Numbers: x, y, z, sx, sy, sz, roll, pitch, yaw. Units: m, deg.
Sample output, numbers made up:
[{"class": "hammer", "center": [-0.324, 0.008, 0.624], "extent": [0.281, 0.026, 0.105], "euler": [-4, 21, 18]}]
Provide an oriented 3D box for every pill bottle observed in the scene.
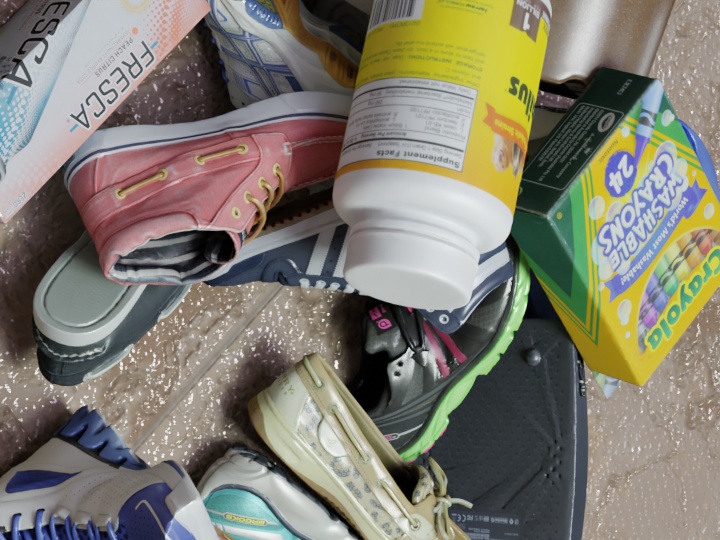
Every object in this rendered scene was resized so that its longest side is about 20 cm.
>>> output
[{"class": "pill bottle", "center": [0.046, -0.082, 1.504], "extent": [0.109, 0.109, 0.200], "euler": [26, 69, -38]}]

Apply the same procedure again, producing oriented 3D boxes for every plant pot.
[{"class": "plant pot", "center": [0.140, -0.220, 1.682], "extent": [0.200, 0.200, 0.198], "euler": [12, 93, -40]}]

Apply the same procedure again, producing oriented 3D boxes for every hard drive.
[{"class": "hard drive", "center": [0.094, 0.132, 1.706], "extent": [0.042, 0.135, 0.200], "euler": [6, 85, -57]}]

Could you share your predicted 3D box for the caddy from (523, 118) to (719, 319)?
[{"class": "caddy", "center": [0.173, -0.026, 1.771], "extent": [0.200, 0.105, 0.141], "euler": [-40, 116, -30]}]

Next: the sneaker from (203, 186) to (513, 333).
[{"class": "sneaker", "center": [0.000, 0.000, 1.594], "extent": [0.200, 0.070, 0.109], "euler": [-20, 101, 3]}]

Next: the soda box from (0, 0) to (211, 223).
[{"class": "soda box", "center": [-0.182, -0.119, 1.495], "extent": [0.200, 0.064, 0.068], "euler": [-50, 122, -26]}]

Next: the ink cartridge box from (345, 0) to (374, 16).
[{"class": "ink cartridge box", "center": [-0.025, -0.260, 1.562], "extent": [0.200, 0.086, 0.148], "euler": [26, 41, -37]}]

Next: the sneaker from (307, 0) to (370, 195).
[{"class": "sneaker", "center": [0.015, -0.091, 1.661], "extent": [0.080, 0.076, 0.200], "euler": [-18, 113, -62]}]

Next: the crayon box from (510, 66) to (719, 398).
[{"class": "crayon box", "center": [0.177, -0.017, 1.640], "extent": [0.126, 0.052, 0.200], "euler": [-51, 133, -21]}]

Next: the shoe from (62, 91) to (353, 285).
[{"class": "shoe", "center": [-0.074, -0.046, 1.514], "extent": [0.200, 0.072, 0.091], "euler": [-10, 56, -20]}]

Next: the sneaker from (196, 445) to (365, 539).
[{"class": "sneaker", "center": [-0.039, 0.191, 1.650], "extent": [0.200, 0.078, 0.080], "euler": [40, 87, -29]}]

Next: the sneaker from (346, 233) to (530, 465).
[{"class": "sneaker", "center": [0.046, 0.038, 1.661], "extent": [0.084, 0.077, 0.200], "euler": [26, 101, -26]}]

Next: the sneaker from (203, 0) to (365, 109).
[{"class": "sneaker", "center": [-0.069, -0.143, 1.581], "extent": [0.200, 0.088, 0.075], "euler": [44, 34, -10]}]

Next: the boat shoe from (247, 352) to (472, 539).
[{"class": "boat shoe", "center": [0.015, 0.136, 1.637], "extent": [0.063, 0.073, 0.200], "euler": [-44, 113, 11]}]

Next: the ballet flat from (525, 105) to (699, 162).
[{"class": "ballet flat", "center": [0.144, -0.081, 1.679], "extent": [0.200, 0.072, 0.072], "euler": [2, 93, -17]}]

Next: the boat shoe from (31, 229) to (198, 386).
[{"class": "boat shoe", "center": [-0.137, -0.007, 1.545], "extent": [0.200, 0.076, 0.060], "euler": [-43, 158, -39]}]

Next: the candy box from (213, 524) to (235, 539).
[{"class": "candy box", "center": [-0.084, 0.223, 1.503], "extent": [0.115, 0.200, 0.055], "euler": [38, 102, -19]}]

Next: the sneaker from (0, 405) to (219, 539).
[{"class": "sneaker", "center": [-0.162, 0.155, 1.462], "extent": [0.115, 0.199, 0.081], "euler": [-32, 117, -20]}]
